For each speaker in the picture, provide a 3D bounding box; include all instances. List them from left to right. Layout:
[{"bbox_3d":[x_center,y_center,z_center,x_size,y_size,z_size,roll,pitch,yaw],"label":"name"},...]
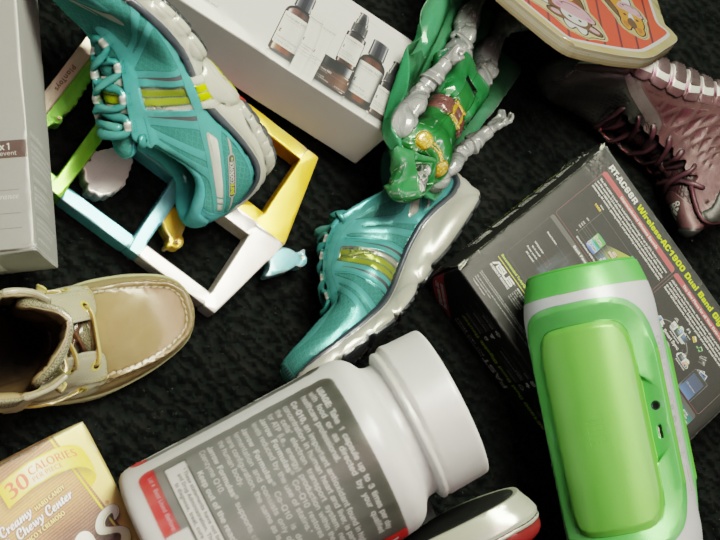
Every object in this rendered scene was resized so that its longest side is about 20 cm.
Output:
[{"bbox_3d":[0.159,0.097,1.019,0.088,0.088,0.201,-8,83,-23],"label":"speaker"}]

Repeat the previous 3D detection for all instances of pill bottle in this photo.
[{"bbox_3d":[-0.032,0.125,0.957,0.199,0.114,0.114,-27,90,-7],"label":"pill bottle"}]

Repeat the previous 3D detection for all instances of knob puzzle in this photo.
[{"bbox_3d":[0.138,-0.206,1.106,0.219,0.031,0.220,24,33,-17],"label":"knob puzzle"}]

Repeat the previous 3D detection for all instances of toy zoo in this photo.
[{"bbox_3d":[-0.116,-0.063,1.043,0.200,0.020,0.132,37,68,-11],"label":"toy zoo"}]

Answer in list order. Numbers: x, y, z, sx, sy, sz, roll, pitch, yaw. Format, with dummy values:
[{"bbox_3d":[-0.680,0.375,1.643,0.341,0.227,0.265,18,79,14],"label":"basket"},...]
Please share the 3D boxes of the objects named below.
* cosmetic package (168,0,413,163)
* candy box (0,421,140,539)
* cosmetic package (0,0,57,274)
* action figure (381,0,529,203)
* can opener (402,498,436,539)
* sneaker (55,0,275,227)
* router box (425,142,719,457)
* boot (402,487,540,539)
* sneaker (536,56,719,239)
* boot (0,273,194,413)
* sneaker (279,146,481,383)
[{"bbox_3d":[-0.061,-0.162,1.059,0.199,0.051,0.083,31,55,-15],"label":"cosmetic package"},{"bbox_3d":[-0.172,0.205,0.946,0.115,0.055,0.201,-27,91,-26],"label":"candy box"},{"bbox_3d":[-0.241,-0.098,0.953,0.106,0.090,0.202,-8,84,-2],"label":"cosmetic package"},{"bbox_3d":[0.061,-0.116,1.066,0.118,0.054,0.201,52,48,-31],"label":"action figure"},{"bbox_3d":[0.030,0.208,1.029,0.067,0.053,0.201,-21,87,-25],"label":"can opener"},{"bbox_3d":[-0.128,-0.109,0.968,0.080,0.077,0.200,-45,119,-13],"label":"sneaker"},{"bbox_3d":[0.162,0.038,1.111,0.150,0.062,0.201,-37,94,-22],"label":"router box"},{"bbox_3d":[0.052,0.234,0.976,0.200,0.072,0.145,-37,85,15],"label":"boot"},{"bbox_3d":[0.215,-0.084,1.154,0.199,0.076,0.116,10,79,-21],"label":"sneaker"},{"bbox_3d":[-0.174,0.040,0.924,0.199,0.155,0.073,-14,87,-22],"label":"boot"},{"bbox_3d":[0.000,0.000,1.057,0.079,0.078,0.200,36,59,-1],"label":"sneaker"}]
